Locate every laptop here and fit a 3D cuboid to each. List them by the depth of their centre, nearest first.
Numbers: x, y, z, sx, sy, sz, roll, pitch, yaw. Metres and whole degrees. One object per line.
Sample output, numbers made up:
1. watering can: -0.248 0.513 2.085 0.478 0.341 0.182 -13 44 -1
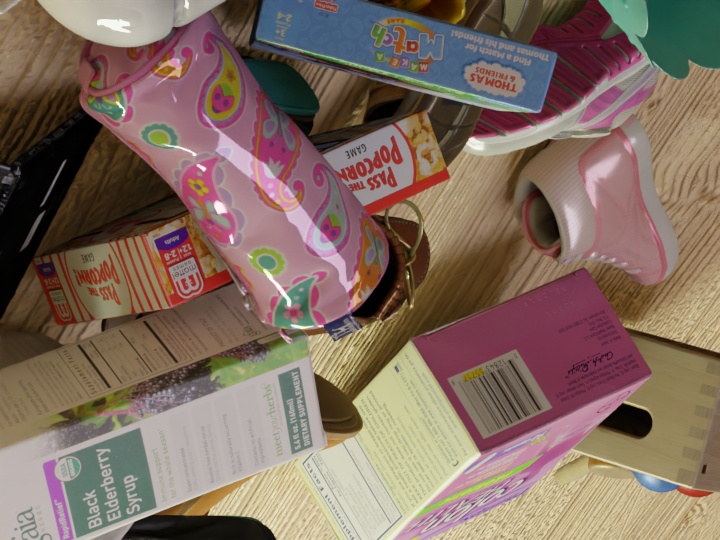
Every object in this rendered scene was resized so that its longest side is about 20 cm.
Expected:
1. laptop: -0.245 -0.025 1.479 0.178 0.103 0.200 -58 175 30

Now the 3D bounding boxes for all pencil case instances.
1. pencil case: -0.065 -0.053 1.430 0.087 0.087 0.200 -40 121 -4

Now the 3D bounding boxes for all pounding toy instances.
1. pounding toy: 0.220 0.122 2.164 0.184 0.199 0.143 13 93 -59

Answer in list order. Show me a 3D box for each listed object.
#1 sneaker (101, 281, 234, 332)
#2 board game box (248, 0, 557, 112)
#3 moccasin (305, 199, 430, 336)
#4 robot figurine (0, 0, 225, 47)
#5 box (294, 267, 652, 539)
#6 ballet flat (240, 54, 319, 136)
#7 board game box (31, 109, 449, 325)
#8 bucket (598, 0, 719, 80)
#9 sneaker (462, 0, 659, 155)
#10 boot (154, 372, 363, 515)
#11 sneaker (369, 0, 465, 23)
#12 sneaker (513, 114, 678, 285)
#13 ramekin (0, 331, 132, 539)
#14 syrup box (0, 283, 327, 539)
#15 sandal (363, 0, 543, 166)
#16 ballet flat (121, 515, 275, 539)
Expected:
1. sneaker: -0.069 0.020 1.660 0.079 0.074 0.200 -9 -163 37
2. board game box: 0.017 -0.119 1.457 0.200 0.150 0.037 -122 -134 -85
3. moccasin: 0.000 -0.002 1.642 0.077 0.074 0.201 -9 178 24
4. robot figurine: -0.090 -0.184 1.338 0.199 0.113 0.170 -33 166 -20
5. box: 0.080 0.109 1.972 0.175 0.097 0.200 -21 163 -38
6. ballet flat: -0.090 -0.095 1.530 0.068 0.068 0.200 -37 156 15
7. board game box: -0.071 -0.031 1.577 0.199 0.047 0.151 -25 -172 -30
8. bucket: 0.206 -0.235 1.643 0.207 0.135 0.208 -32 152 -19
9. sneaker: 0.135 -0.118 1.784 0.199 0.081 0.088 -27 148 -27
10. boot: -0.102 0.142 1.845 0.199 0.077 0.156 -7 135 -46
11. sneaker: 0.013 -0.188 1.516 0.073 0.077 0.200 -44 152 6
12. sneaker: 0.162 -0.035 1.950 0.105 0.075 0.201 -41 147 -12
13. ramekin: -0.225 0.126 1.635 0.202 0.094 0.203 -33 152 -20
14. syrup box: -0.127 0.084 1.506 0.199 0.081 0.079 -21 123 -18
15. sandal: 0.039 -0.111 1.690 0.080 0.054 0.200 1 129 -53
16. ballet flat: -0.148 0.188 1.750 0.199 0.069 0.068 1 129 -10
